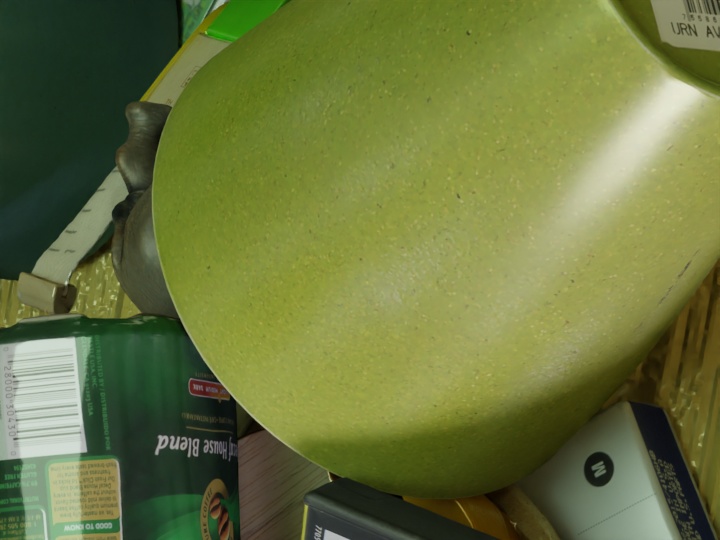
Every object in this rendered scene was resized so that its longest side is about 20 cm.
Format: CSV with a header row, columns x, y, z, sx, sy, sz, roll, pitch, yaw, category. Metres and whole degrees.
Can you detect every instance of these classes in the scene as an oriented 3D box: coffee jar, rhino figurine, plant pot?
x,y,z,sx,sy,sz,roll,pitch,yaw,category
-0.085,0.119,0.857,0.085,0.104,0.201,-5,83,15,coffee jar
0.000,0.000,0.929,0.060,0.199,0.088,127,158,-64,rhino figurine
0.058,-0.047,0.818,0.200,0.186,0.188,-40,58,50,plant pot
-0.203,-0.097,1.066,0.200,0.161,0.202,-1,89,40,plant pot

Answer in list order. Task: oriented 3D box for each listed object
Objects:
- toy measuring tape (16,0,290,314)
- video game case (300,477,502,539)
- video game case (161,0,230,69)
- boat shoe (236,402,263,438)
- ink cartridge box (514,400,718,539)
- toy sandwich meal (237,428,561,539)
x,y,z,sx,sy,sz,roll,pitch,yaw,category
-0.059,-0.047,1.004,0.073,0.074,0.200,19,64,37,toy measuring tape
0.056,0.182,0.803,0.199,0.025,0.182,19,112,33,video game case
-0.083,-0.207,1.102,0.182,0.022,0.201,37,104,35,video game case
-0.038,0.080,0.999,0.076,0.072,0.200,42,100,-2,boat shoe
0.060,0.179,0.916,0.200,0.041,0.200,-34,64,27,ink cartridge box
-0.003,0.146,0.899,0.204,0.070,0.207,-7,79,38,toy sandwich meal
